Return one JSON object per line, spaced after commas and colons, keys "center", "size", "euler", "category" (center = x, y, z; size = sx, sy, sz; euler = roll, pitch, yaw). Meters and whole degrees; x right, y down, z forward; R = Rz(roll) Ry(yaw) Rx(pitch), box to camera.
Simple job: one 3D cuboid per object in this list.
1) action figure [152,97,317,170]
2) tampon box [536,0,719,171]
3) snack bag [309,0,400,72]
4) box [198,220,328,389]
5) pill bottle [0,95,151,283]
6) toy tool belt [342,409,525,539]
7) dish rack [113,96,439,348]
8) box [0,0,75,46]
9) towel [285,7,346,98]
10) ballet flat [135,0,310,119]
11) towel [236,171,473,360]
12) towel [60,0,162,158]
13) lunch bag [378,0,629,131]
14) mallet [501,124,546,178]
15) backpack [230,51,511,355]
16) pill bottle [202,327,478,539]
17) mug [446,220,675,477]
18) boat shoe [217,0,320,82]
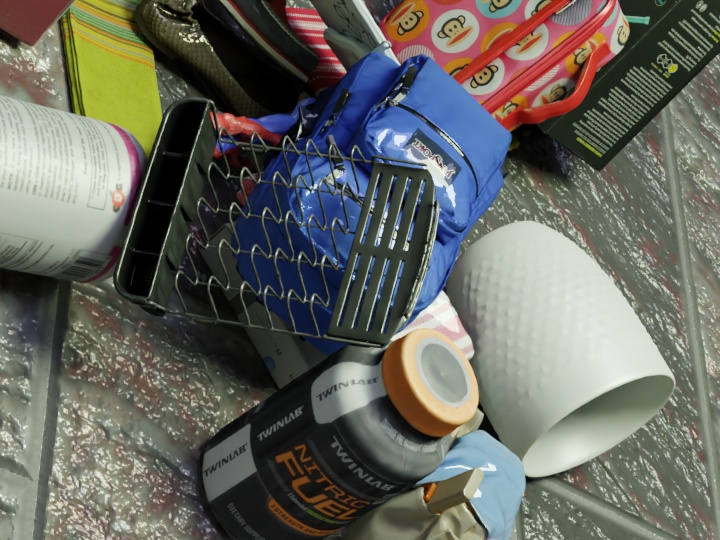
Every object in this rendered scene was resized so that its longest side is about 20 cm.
{"center": [-0.084, -0.105, 1.700], "size": [0.199, 0.065, 0.052], "euler": [-9, 85, -43], "category": "action figure"}
{"center": [0.223, -0.223, 1.990], "size": [0.150, 0.200, 0.126], "euler": [53, 14, 31], "category": "tampon box"}
{"center": [-0.004, -0.180, 1.720], "size": [0.201, 0.021, 0.189], "euler": [57, -5, -20], "category": "snack bag"}
{"center": [-0.018, 0.043, 1.681], "size": [0.156, 0.041, 0.201], "euler": [-19, 74, -52], "category": "box"}
{"center": [-0.250, -0.062, 1.455], "size": [0.199, 0.113, 0.114], "euler": [13, 51, -42], "category": "pill bottle"}
{"center": [0.072, 0.159, 1.575], "size": [0.125, 0.123, 0.200], "euler": [34, 24, 2], "category": "toy tool belt"}
{"center": [-0.051, -0.027, 1.454], "size": [0.055, 0.199, 0.154], "euler": [66, 36, -65], "category": "dish rack"}
{"center": [-0.285, -0.284, 1.601], "size": [0.199, 0.109, 0.128], "euler": [32, 42, -21], "category": "box"}
{"center": [0.003, -0.137, 1.854], "size": [0.201, 0.022, 0.144], "euler": [60, 26, 12], "category": "towel"}
{"center": [-0.097, -0.165, 1.760], "size": [0.200, 0.046, 0.068], "euler": [39, 34, -27], "category": "ballet flat"}
{"center": [0.000, 0.000, 1.679], "size": [0.146, 0.030, 0.201], "euler": [-21, 76, -51], "category": "towel"}
{"center": [-0.188, -0.148, 1.678], "size": [0.086, 0.018, 0.201], "euler": [16, 49, -38], "category": "towel"}
{"center": [0.130, -0.199, 1.898], "size": [0.176, 0.200, 0.082], "euler": [52, 0, 32], "category": "lunch bag"}
{"center": [0.131, -0.126, 1.999], "size": [0.066, 0.041, 0.200], "euler": [50, 31, 1], "category": "mallet"}
{"center": [0.005, -0.051, 1.578], "size": [0.162, 0.168, 0.200], "euler": [39, 49, -5], "category": "backpack"}
{"center": [-0.010, 0.114, 1.490], "size": [0.106, 0.200, 0.107], "euler": [28, 44, -31], "category": "pill bottle"}
{"center": [0.158, 0.063, 1.791], "size": [0.176, 0.147, 0.200], "euler": [60, 6, 24], "category": "mug"}
{"center": [-0.095, -0.241, 1.785], "size": [0.200, 0.063, 0.071], "euler": [49, -1, 14], "category": "boat shoe"}
